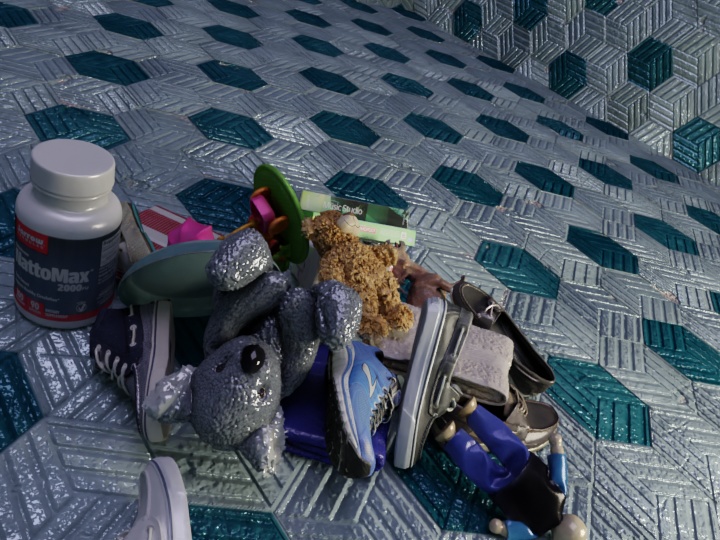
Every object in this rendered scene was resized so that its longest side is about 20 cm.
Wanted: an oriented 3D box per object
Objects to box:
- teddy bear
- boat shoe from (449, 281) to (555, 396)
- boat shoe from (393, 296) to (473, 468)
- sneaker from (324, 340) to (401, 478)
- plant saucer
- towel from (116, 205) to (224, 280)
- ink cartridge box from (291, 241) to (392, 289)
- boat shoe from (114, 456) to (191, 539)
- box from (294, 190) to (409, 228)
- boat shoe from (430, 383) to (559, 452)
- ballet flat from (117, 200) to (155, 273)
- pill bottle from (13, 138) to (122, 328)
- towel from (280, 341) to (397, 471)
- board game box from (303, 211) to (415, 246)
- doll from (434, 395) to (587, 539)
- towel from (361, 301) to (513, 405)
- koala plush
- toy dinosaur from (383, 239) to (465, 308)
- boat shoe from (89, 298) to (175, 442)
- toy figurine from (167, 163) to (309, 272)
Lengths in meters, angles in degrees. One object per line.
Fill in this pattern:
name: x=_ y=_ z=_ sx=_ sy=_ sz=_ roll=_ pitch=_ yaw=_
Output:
teddy bear: x=0.000 y=0.000 z=0.856 sx=0.142 sy=0.067 sz=0.204 roll=1 pitch=57 yaw=-27
boat shoe: x=0.209 y=0.092 z=0.950 sx=0.201 sy=0.057 sz=0.067 roll=53 pitch=50 yaw=-2
boat shoe: x=0.086 y=0.136 z=0.765 sx=0.069 sy=0.205 sz=0.072 roll=14 pitch=3 yaw=1
sneaker: x=0.007 y=0.142 z=0.727 sx=0.087 sy=0.080 sz=0.202 roll=7 pitch=32 yaw=-7
plant saucer: x=-0.196 y=0.009 z=0.806 sx=0.196 sy=0.200 sz=0.028 roll=1 pitch=66 yaw=-28
towel: x=-0.309 y=-0.035 z=0.974 sx=0.142 sy=0.023 sz=0.200 roll=24 pitch=30 yaw=11
ink cartridge box: x=-0.038 y=-0.008 z=1.006 sx=0.114 sy=0.069 sz=0.200 roll=9 pitch=12 yaw=-18
boat shoe: x=-0.181 y=0.245 z=0.557 sx=0.064 sy=0.075 sz=0.201 roll=7 pitch=32 yaw=-27
box: x=-0.028 y=-0.106 z=1.165 sx=0.195 sy=0.037 sz=0.144 roll=7 pitch=1 yaw=-19
boat shoe: x=0.186 y=0.191 z=0.851 sx=0.196 sy=0.075 sz=0.075 roll=1 pitch=35 yaw=-29
ballet flat: x=-0.313 y=-0.029 z=0.890 sx=0.061 sy=0.069 sz=0.200 roll=-22 pitch=37 yaw=-18
pill bottle: x=-0.350 y=-0.045 z=0.787 sx=0.117 sy=0.203 sz=0.121 roll=13 pitch=30 yaw=-8
towel: x=-0.030 y=0.158 z=0.812 sx=0.144 sy=0.050 sz=0.201 roll=13 pitch=31 yaw=1
board game box: x=-0.023 y=-0.071 z=1.103 sx=0.196 sy=0.030 sz=0.134 roll=8 pitch=0 yaw=-31
doll: x=0.184 y=0.238 z=0.757 sx=0.136 sy=0.049 sz=0.200 roll=-42 pitch=80 yaw=-15
towel: x=0.104 y=0.101 z=0.866 sx=0.195 sy=0.035 sz=0.133 roll=16 pitch=31 yaw=10
koala plush: x=-0.118 y=0.104 z=0.693 sx=0.175 sy=0.184 sz=0.202 roll=28 pitch=46 yaw=-10
toy dinosaur: x=0.097 y=0.055 z=1.015 sx=0.132 sy=0.087 sz=0.203 roll=-4 pitch=53 yaw=-17
boat shoe: x=-0.259 y=0.113 z=0.738 sx=0.090 sy=0.076 sz=0.201 roll=-4 pitch=34 yaw=-11
toy figurine: x=-0.189 y=-0.032 z=0.932 sx=0.182 sy=0.201 sz=0.151 roll=-27 pitch=70 yaw=-26
